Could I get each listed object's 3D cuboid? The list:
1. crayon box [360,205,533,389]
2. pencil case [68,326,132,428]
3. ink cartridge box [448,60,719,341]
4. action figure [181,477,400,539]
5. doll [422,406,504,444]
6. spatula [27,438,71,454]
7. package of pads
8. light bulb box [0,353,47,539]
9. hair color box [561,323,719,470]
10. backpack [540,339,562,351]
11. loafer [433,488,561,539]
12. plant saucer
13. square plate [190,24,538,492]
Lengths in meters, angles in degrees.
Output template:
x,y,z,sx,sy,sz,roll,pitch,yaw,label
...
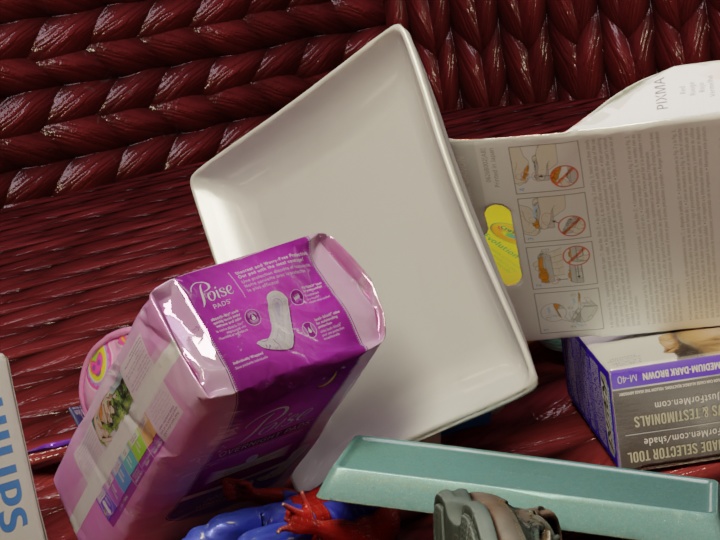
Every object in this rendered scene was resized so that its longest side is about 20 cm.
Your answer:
x,y,z,sx,sy,sz,roll,pitch,yaw,label
0.042,0.008,1.125,0.199,0.051,0.127,-28,48,-32,crayon box
-0.092,0.069,1.184,0.087,0.089,0.199,-3,3,33,pencil case
0.154,-0.035,1.018,0.197,0.163,0.050,-4,44,11,ink cartridge box
-0.044,0.130,0.933,0.198,0.052,0.065,-13,17,-37,action figure
0.027,0.064,1.160,0.135,0.049,0.200,22,19,-11,doll
-0.155,0.121,1.180,0.056,0.021,0.199,-9,11,-41,spatula
-0.076,0.072,0.968,0.120,0.076,0.200,-19,-24,-35,package of pads
-0.303,0.118,1.025,0.198,0.126,0.198,-15,10,-27,light bulb box
0.186,0.059,1.100,0.108,0.066,0.200,-9,10,-1,hair color box
0.171,-0.020,1.327,0.197,0.153,0.178,-2,6,-5,backpack
0.071,0.127,0.776,0.062,0.073,0.200,-4,6,-5,loafer
0.082,0.107,0.909,0.198,0.019,0.070,7,12,10,plant saucer
0.000,0.000,1.002,0.028,0.202,0.197,-9,-15,-44,square plate
